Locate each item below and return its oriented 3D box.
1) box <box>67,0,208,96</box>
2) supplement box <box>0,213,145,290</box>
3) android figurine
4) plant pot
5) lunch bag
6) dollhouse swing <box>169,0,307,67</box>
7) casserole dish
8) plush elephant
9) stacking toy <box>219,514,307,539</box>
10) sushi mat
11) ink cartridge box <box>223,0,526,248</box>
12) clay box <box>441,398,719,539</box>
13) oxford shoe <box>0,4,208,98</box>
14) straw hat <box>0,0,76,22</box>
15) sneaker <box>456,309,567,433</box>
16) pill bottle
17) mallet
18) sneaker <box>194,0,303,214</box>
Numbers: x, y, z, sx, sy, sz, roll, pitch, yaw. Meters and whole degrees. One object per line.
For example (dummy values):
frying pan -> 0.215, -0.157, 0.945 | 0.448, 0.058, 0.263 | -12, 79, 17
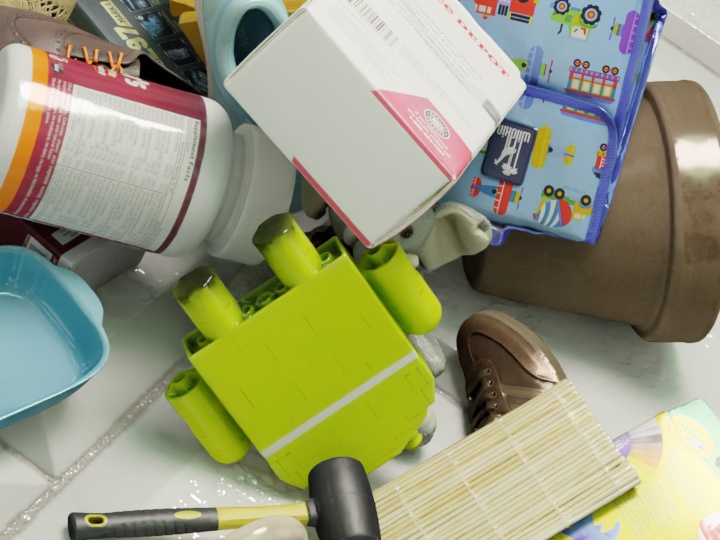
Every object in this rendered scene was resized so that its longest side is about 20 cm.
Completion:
box -> -0.114, -0.142, 1.756 | 0.158, 0.051, 0.200 | -19, 60, -42
supplement box -> -0.245, -0.066, 1.590 | 0.200, 0.061, 0.109 | 41, 40, 12
android figurine -> -0.031, 0.060, 1.505 | 0.200, 0.182, 0.041 | 53, 4, -29
plant pot -> 0.167, -0.041, 1.730 | 0.174, 0.200, 0.200 | -2, 46, -9
lunch bag -> 0.117, -0.114, 1.647 | 0.150, 0.200, 0.094 | 14, -2, 13
dollhouse swing -> -0.036, -0.162, 1.750 | 0.181, 0.176, 0.200 | -6, 33, 4
casserole dish -> -0.253, 0.056, 1.462 | 0.200, 0.039, 0.121 | -25, 63, -36
plush elephant -> 0.000, 0.000, 1.589 | 0.164, 0.155, 0.200 | 18, 41, -13
stacking toy -> -0.025, 0.247, 1.379 | 0.085, 0.085, 0.200 | -13, 59, -39
sushi mat -> 0.075, 0.152, 1.506 | 0.200, 0.012, 0.096 | -29, 58, -11
ink cartridge box -> 0.015, -0.122, 1.521 | 0.147, 0.083, 0.200 | 48, 27, -5
clay box -> 0.167, 0.177, 1.515 | 0.200, 0.048, 0.115 | -26, 61, -11
oxford shoe -> -0.189, -0.140, 1.574 | 0.200, 0.072, 0.071 | 20, 66, -41
straw hat -> -0.244, -0.201, 1.653 | 0.201, 0.085, 0.201 | 34, 14, -10
sneaker -> 0.109, 0.109, 1.608 | 0.075, 0.071, 0.200 | -11, 53, -33
pill bottle -> -0.150, -0.071, 1.519 | 0.200, 0.110, 0.110 | 15, 42, -20
mallet -> -0.081, 0.164, 1.455 | 0.200, 0.041, 0.066 | -8, 54, -23
sneaker -> -0.068, -0.114, 1.606 | 0.074, 0.200, 0.082 | -21, 32, -5
